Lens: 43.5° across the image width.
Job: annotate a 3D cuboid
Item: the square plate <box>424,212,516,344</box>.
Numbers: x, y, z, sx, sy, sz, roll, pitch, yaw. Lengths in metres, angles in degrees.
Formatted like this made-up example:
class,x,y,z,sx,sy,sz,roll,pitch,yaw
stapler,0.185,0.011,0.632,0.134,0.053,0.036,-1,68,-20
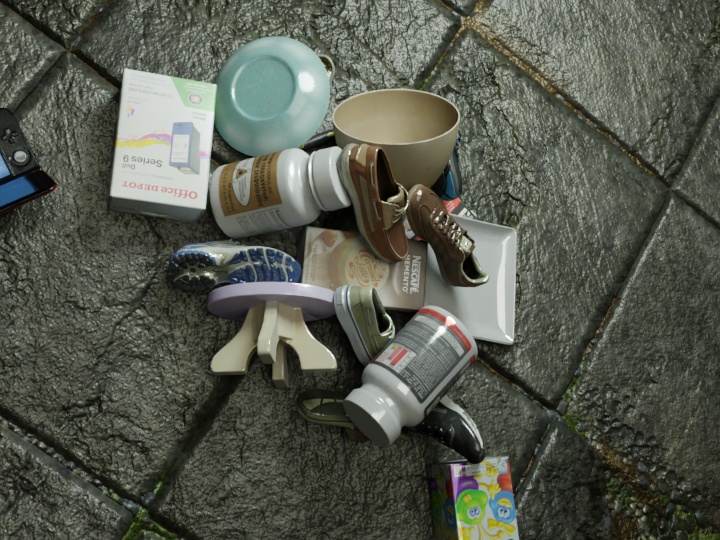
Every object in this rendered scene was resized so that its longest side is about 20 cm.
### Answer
class,x,y,z,sx,sy,sz,roll,pitch,yaw
square plate,0.177,0.013,1.502,0.196,0.028,0.203,10,77,-30

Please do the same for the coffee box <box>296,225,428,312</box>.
class,x,y,z,sx,sy,sz,roll,pitch,yaw
coffee box,0.000,0.000,1.428,0.197,0.080,0.116,6,84,-13

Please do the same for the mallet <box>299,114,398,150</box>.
class,x,y,z,sx,sy,sz,roll,pitch,yaw
mallet,-0.022,-0.225,1.504,0.199,0.041,0.066,-30,92,-16

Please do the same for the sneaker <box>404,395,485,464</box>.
class,x,y,z,sx,sy,sz,roll,pitch,yaw
sneaker,0.108,0.235,1.396,0.087,0.076,0.200,-25,49,-22

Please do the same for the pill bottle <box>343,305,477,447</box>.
class,x,y,z,sx,sy,sz,roll,pitch,yaw
pill bottle,0.073,0.157,1.345,0.116,0.116,0.200,48,67,-4

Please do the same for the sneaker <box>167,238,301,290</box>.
class,x,y,z,sx,sy,sz,roll,pitch,yaw
sneaker,-0.188,-0.016,1.371,0.197,0.085,0.078,5,113,-8

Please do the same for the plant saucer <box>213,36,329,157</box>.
class,x,y,z,sx,sy,sz,roll,pitch,yaw
plant saucer,-0.148,-0.280,1.422,0.198,0.039,0.204,-2,80,11

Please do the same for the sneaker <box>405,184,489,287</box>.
class,x,y,z,sx,sy,sz,roll,pitch,yaw
sneaker,0.141,-0.054,1.397,0.071,0.075,0.201,-55,130,-27

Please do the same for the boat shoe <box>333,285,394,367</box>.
class,x,y,z,sx,sy,sz,roll,pitch,yaw
boat shoe,0.019,0.092,1.376,0.061,0.201,0.073,-5,55,21

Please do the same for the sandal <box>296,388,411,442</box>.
class,x,y,z,sx,sy,sz,roll,pitch,yaw
sandal,-0.013,0.231,1.400,0.199,0.080,0.058,15,116,-22

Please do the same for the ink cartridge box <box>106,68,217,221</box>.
class,x,y,z,sx,sy,sz,roll,pitch,yaw
ink cartridge box,-0.301,-0.187,1.374,0.143,0.087,0.203,8,80,-17

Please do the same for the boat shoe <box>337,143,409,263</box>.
class,x,y,z,sx,sy,sz,roll,pitch,yaw
boat shoe,0.033,-0.096,1.333,0.076,0.071,0.201,-57,132,-42

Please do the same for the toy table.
class,x,y,z,sx,sy,sz,roll,pitch,yaw
toy table,-0.130,0.094,1.337,0.197,0.184,0.119,-6,67,14

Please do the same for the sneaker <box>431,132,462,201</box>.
class,x,y,z,sx,sy,sz,roll,pitch,yaw
sneaker,0.142,-0.212,1.520,0.081,0.073,0.202,-3,69,-33

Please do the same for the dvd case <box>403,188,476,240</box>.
class,x,y,z,sx,sy,sz,roll,pitch,yaw
dvd case,0.083,-0.112,1.520,0.200,0.022,0.146,45,69,-6

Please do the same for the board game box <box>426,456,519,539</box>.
class,x,y,z,sx,sy,sz,roll,pitch,yaw
board game box,0.176,0.398,1.403,0.102,0.105,0.203,-3,79,-18

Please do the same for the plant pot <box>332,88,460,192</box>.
class,x,y,z,sx,sy,sz,roll,pitch,yaw
plant pot,0.056,-0.185,1.431,0.198,0.200,0.136,-17,127,-20

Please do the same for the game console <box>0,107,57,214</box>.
class,x,y,z,sx,sy,sz,roll,pitch,yaw
game console,-0.551,-0.136,1.264,0.198,0.119,0.174,-27,89,-21

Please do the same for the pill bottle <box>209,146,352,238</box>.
class,x,y,z,sx,sy,sz,roll,pitch,yaw
pill bottle,-0.116,-0.120,1.356,0.198,0.114,0.116,-10,80,21

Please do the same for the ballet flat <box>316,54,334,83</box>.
class,x,y,z,sx,sy,sz,roll,pitch,yaw
ballet flat,-0.109,-0.273,1.466,0.067,0.064,0.201,36,71,-6
